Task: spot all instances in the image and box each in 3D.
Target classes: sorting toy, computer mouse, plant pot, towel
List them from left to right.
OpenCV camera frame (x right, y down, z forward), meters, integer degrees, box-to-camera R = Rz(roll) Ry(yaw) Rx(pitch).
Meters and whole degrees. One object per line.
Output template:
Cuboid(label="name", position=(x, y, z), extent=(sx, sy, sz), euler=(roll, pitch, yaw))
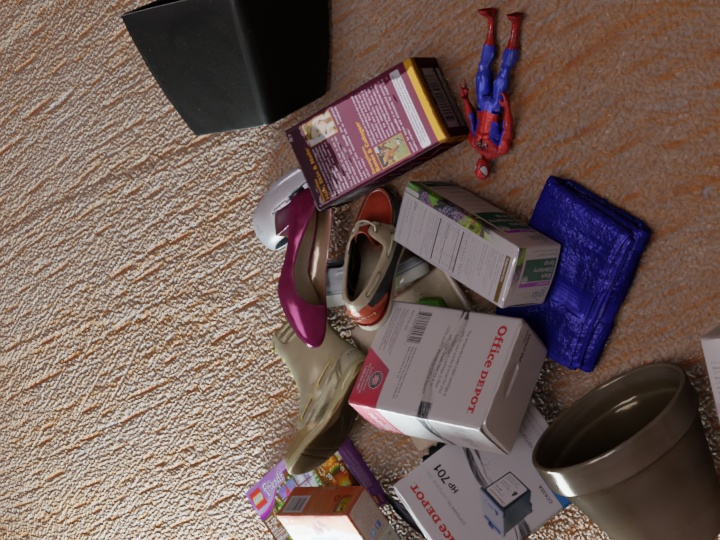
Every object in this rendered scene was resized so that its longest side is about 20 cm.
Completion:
Cuboid(label="plant pot", position=(-0.151, -0.283, 1.719), extent=(0.198, 0.199, 0.179), euler=(-4, 111, 37))
Cuboid(label="computer mouse", position=(-0.089, -0.094, 1.805), extent=(0.110, 0.044, 0.200), euler=(53, 126, 12))
Cuboid(label="sorting toy", position=(0.089, 0.117, 1.733), extent=(0.200, 0.036, 0.186), euler=(-38, 79, 37))
Cuboid(label="towel", position=(0.245, 0.006, 1.582), extent=(0.147, 0.049, 0.202), euler=(32, 119, 25))
Cuboid(label="plant pot", position=(0.323, 0.231, 1.515), extent=(0.199, 0.200, 0.174), euler=(-28, 102, 37))

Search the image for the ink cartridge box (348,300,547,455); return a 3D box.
Cuboid(label="ink cartridge box", position=(0.105, 0.126, 1.604), extent=(0.198, 0.084, 0.146), euler=(7, 64, 39))

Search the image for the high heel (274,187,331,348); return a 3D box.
Cuboid(label="high heel", position=(-0.057, -0.007, 1.724), extent=(0.096, 0.067, 0.203), euler=(-28, 61, 43))

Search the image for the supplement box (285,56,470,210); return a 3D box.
Cuboid(label="supplement box", position=(0.020, -0.169, 1.658), extent=(0.199, 0.085, 0.111), euler=(-27, 85, 27))

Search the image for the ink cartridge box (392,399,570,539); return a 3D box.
Cuboid(label="ink cartridge box", position=(0.159, 0.264, 1.627), extent=(0.199, 0.086, 0.147), euler=(-36, 77, -5))

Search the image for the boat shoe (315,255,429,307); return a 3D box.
Cuboid(label="boat shoe", position=(0.000, 0.000, 1.747), extent=(0.199, 0.070, 0.072), euler=(-14, 97, 40))

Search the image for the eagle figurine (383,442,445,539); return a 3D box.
Cuboid(label="eagle figurine", position=(0.127, 0.341, 1.729), extent=(0.150, 0.152, 0.201), euler=(-21, 52, 0))

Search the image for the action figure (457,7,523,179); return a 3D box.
Cuboid(label="action figure", position=(0.154, -0.207, 1.596), extent=(0.065, 0.052, 0.203), euler=(14, 112, 29))

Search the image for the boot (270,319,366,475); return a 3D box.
Cuboid(label="boot", position=(-0.074, 0.160, 1.820), extent=(0.155, 0.072, 0.201), euler=(45, 116, 33))

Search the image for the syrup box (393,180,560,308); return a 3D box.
Cuboid(label="syrup box", position=(0.137, -0.034, 1.602), extent=(0.199, 0.078, 0.082), euler=(33, 117, 42))

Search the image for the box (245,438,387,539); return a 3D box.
Cuboid(label="box", position=(-0.064, 0.320, 1.897), extent=(0.200, 0.039, 0.138), euler=(-45, 74, 35))

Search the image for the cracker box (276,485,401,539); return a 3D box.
Cuboid(label="cracker box", position=(-0.007, 0.380, 1.805), extent=(0.133, 0.058, 0.201), euler=(-9, 123, 42))

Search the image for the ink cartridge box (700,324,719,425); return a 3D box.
Cuboid(label="ink cartridge box", position=(0.452, 0.120, 1.409), extent=(0.124, 0.128, 0.203), euler=(-10, 96, 37))

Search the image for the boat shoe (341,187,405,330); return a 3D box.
Cuboid(label="boat shoe", position=(0.012, -0.025, 1.673), extent=(0.070, 0.063, 0.202), euler=(-9, 55, 26))
